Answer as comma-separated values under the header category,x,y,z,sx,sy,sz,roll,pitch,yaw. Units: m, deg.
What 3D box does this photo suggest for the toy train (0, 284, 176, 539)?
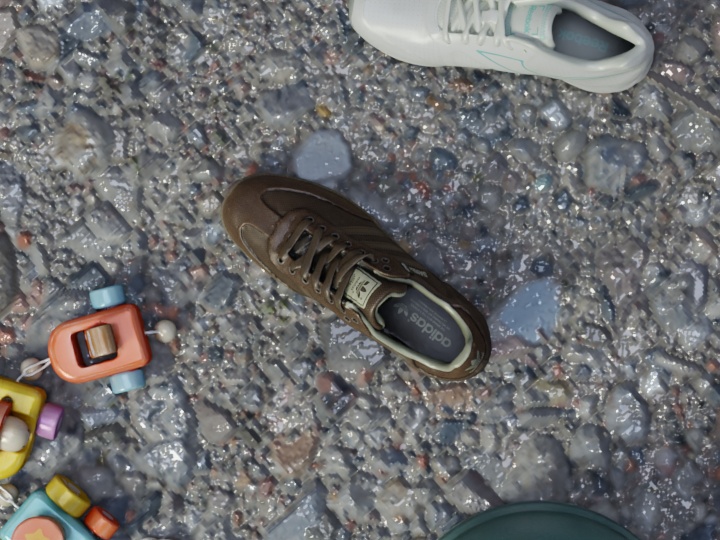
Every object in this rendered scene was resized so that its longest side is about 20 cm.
category,x,y,z,sx,sy,sz,roll,pitch,yaw
toy train,-0.182,0.116,1.168,0.149,0.056,0.201,-10,90,1

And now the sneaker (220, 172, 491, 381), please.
category,x,y,z,sx,sy,sz,roll,pitch,yaw
sneaker,0.000,0.000,1.155,0.199,0.076,0.071,32,91,0

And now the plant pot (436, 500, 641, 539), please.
category,x,y,z,sx,sy,sz,roll,pitch,yaw
plant pot,0.115,0.251,1.125,0.199,0.134,0.202,0,91,1

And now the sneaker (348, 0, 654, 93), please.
category,x,y,z,sx,sy,sz,roll,pitch,yaw
sneaker,0.091,-0.159,1.152,0.199,0.080,0.071,9,92,2
